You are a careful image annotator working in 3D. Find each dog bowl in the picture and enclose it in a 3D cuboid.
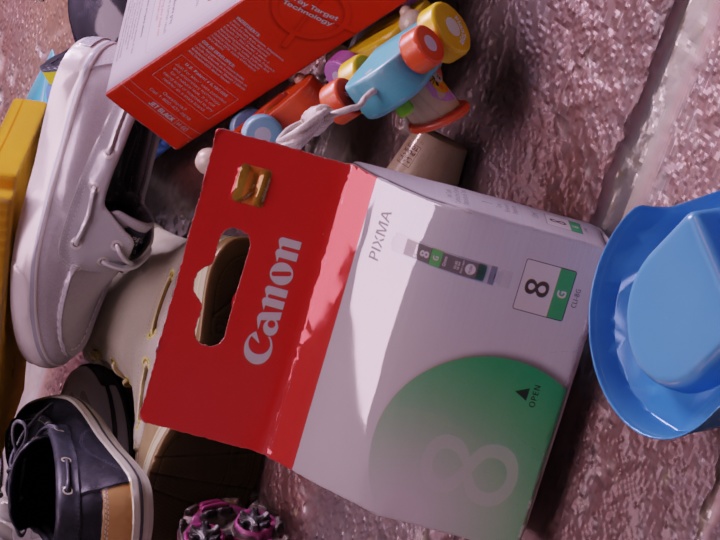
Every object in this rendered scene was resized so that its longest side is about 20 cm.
[{"bbox_3d":[0.179,-0.005,1.157,0.200,0.049,0.112,-51,46,39],"label":"dog bowl"}]

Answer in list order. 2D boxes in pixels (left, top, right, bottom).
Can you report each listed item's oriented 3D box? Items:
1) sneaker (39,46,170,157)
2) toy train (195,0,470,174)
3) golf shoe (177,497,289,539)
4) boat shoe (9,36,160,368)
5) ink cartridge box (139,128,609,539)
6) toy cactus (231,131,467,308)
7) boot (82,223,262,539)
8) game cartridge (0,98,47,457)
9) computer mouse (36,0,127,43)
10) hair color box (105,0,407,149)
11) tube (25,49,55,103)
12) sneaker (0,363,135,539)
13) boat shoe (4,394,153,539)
[{"bbox_3d":[-0.118,-0.105,1.609,0.199,0.066,0.079,-2,114,48],"label":"sneaker"},{"bbox_3d":[-0.006,-0.081,1.378,0.150,0.056,0.200,-40,12,-6],"label":"toy train"},{"bbox_3d":[-0.046,0.214,1.440,0.200,0.072,0.093,-125,33,-51],"label":"golf shoe"},{"bbox_3d":[-0.152,-0.034,1.537,0.068,0.072,0.202,18,99,22],"label":"boat shoe"},{"bbox_3d":[0.006,0.033,1.279,0.050,0.198,0.162,-104,29,-73],"label":"ink cartridge box"},{"bbox_3d":[0.000,0.000,1.394,0.166,0.102,0.200,-65,29,9],"label":"toy cactus"},{"bbox_3d":[-0.122,0.071,1.564,0.154,0.072,0.202,12,90,55],"label":"boot"},{"bbox_3d":[-0.224,0.013,1.615,0.176,0.032,0.202,-89,5,-71],"label":"game cartridge"},{"bbox_3d":[-0.168,-0.191,1.618,0.140,0.046,0.201,-22,45,34],"label":"computer mouse"},{"bbox_3d":[-0.048,-0.159,1.440,0.199,0.061,0.102,-30,37,36],"label":"hair color box"},{"bbox_3d":[-0.193,-0.057,1.718,0.078,0.050,0.201,-54,38,25],"label":"tube"},{"bbox_3d":[-0.214,0.154,1.643,0.076,0.115,0.202,23,103,54],"label":"sneaker"},{"bbox_3d":[-0.179,0.120,1.532,0.200,0.062,0.075,-150,61,-63],"label":"boat shoe"}]
